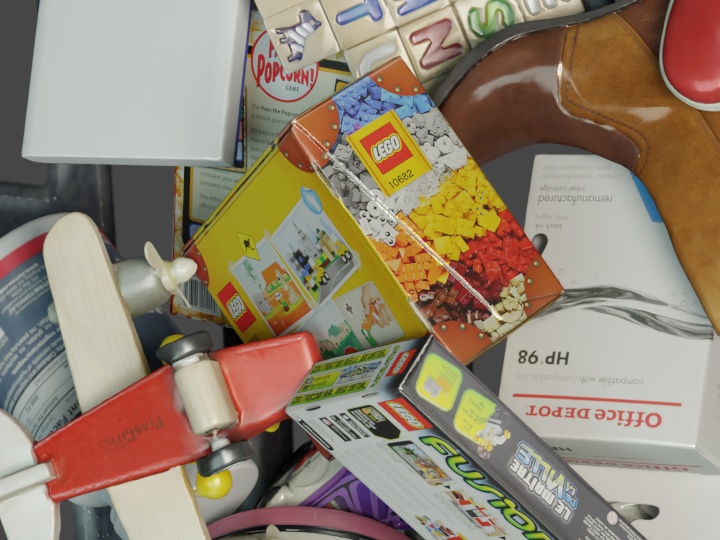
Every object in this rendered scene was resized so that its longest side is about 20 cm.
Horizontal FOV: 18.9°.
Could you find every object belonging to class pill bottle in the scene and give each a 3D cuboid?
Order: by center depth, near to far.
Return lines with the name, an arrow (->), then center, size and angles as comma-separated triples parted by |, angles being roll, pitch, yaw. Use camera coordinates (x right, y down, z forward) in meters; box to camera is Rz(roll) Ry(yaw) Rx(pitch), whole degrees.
pill bottle -> -0.155, 0.074, 1.324 | 0.200, 0.119, 0.120 | 50, 122, 19

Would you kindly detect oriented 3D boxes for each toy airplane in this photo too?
toy airplane -> -0.114, 0.091, 1.199 | 0.199, 0.141, 0.201 | 26, 108, 26

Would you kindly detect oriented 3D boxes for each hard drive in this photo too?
hard drive -> -0.124, -0.161, 1.254 | 0.131, 0.025, 0.201 | 2, 82, 23

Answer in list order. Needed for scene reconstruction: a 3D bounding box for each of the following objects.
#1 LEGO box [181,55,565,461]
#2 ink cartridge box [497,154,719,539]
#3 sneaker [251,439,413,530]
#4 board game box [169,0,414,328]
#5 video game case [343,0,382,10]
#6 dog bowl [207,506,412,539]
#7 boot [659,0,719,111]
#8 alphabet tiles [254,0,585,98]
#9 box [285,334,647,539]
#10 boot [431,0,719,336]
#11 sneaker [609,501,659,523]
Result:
LEGO box -> 0.000, 0.000, 1.154 | 0.149, 0.077, 0.200 | 55, 152, 3
ink cartridge box -> 0.141, 0.042, 1.149 | 0.115, 0.067, 0.201 | 1, 72, 27
sneaker -> -0.008, 0.141, 1.316 | 0.083, 0.081, 0.200 | 43, 125, -5
board game box -> -0.037, -0.057, 1.281 | 0.151, 0.046, 0.201 | 13, 112, 24
video game case -> -0.062, -0.243, 1.203 | 0.199, 0.017, 0.144 | 19, 100, 5
dog bowl -> -0.033, 0.216, 1.304 | 0.199, 0.074, 0.201 | 3, 139, 3
boot -> 0.191, -0.176, 1.028 | 0.072, 0.144, 0.201 | 29, 95, 20
alphabet tiles -> 0.022, -0.171, 1.190 | 0.167, 0.008, 0.201 | -23, 98, 5
box -> 0.066, 0.116, 1.100 | 0.200, 0.035, 0.110 | 44, 151, -19
boot -> 0.143, -0.047, 1.120 | 0.188, 0.069, 0.200 | -30, 64, 2
sneaker -> 0.150, 0.118, 1.199 | 0.073, 0.115, 0.201 | -12, 100, 32
